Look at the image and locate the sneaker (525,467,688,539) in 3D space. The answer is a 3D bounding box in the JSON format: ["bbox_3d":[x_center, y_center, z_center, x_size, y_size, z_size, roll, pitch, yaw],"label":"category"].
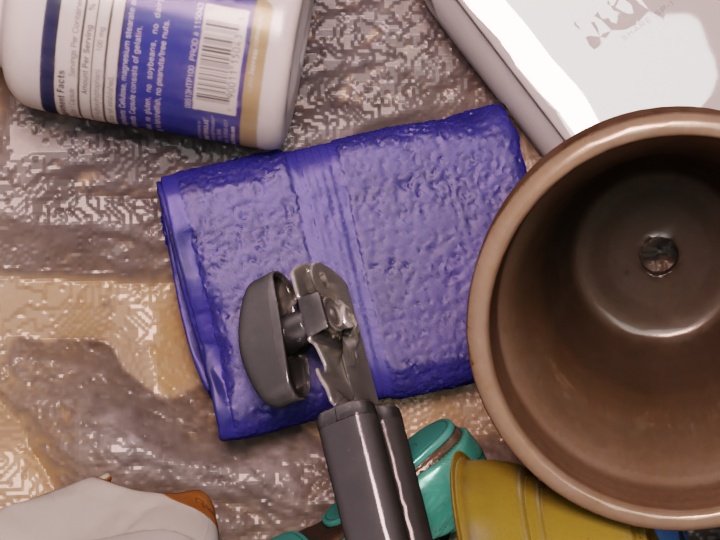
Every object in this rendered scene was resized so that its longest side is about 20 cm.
[{"bbox_3d":[0.155,0.142,1.311,0.078,0.066,0.200,-31,98,-46],"label":"sneaker"}]

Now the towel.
[{"bbox_3d":[0.000,0.000,1.338,0.200,0.050,0.148,-13,88,-6],"label":"towel"}]

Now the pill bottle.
[{"bbox_3d":[-0.129,-0.138,1.312,0.200,0.120,0.120,10,80,1],"label":"pill bottle"}]

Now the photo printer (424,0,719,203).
[{"bbox_3d":[0.135,-0.149,1.356,0.166,0.069,0.200,-36,84,-8],"label":"photo printer"}]

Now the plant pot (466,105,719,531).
[{"bbox_3d":[0.151,0.007,1.229,0.200,0.175,0.201,1,103,2],"label":"plant pot"}]

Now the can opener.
[{"bbox_3d":[-0.012,0.091,1.267,0.067,0.053,0.200,-23,70,25],"label":"can opener"}]

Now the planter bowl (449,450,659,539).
[{"bbox_3d":[0.114,0.173,1.219,0.083,0.200,0.201,-18,82,9],"label":"planter bowl"}]

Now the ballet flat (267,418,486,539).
[{"bbox_3d":[-0.012,0.158,1.300,0.200,0.067,0.070,-33,100,-6],"label":"ballet flat"}]

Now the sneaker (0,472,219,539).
[{"bbox_3d":[-0.168,0.151,1.299,0.200,0.085,0.073,-4,120,11],"label":"sneaker"}]
